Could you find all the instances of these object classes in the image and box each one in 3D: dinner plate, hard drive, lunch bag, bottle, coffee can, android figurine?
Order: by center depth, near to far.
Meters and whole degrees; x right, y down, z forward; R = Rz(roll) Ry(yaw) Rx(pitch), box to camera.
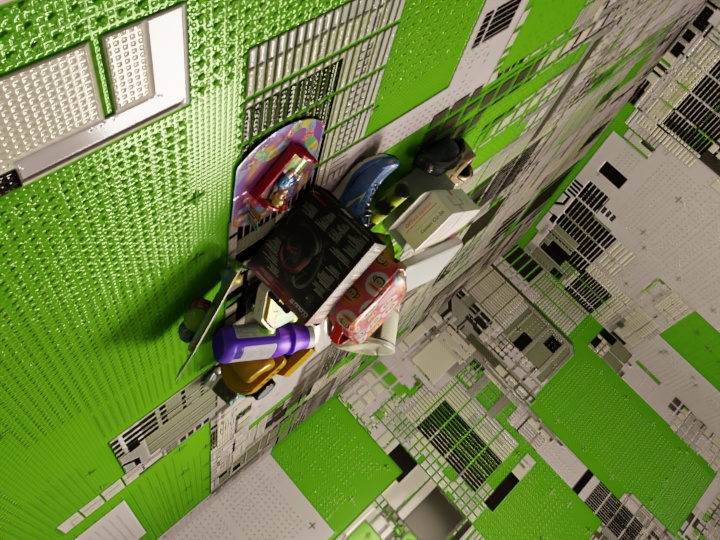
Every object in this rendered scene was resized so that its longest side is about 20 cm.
[{"bbox_3d":[0.006,0.065,1.187,0.176,0.082,0.200,-49,165,-11],"label":"lunch bag"},{"bbox_3d":[0.015,-0.101,1.246,0.182,0.041,0.200,-44,-174,-31],"label":"android figurine"},{"bbox_3d":[-0.185,0.137,1.263,0.199,0.066,0.084,-2,153,-31],"label":"bottle"},{"bbox_3d":[0.124,0.000,1.383,0.200,0.026,0.132,-22,156,-44],"label":"hard drive"},{"bbox_3d":[-0.073,0.078,1.395,0.200,0.024,0.201,5,90,-85],"label":"dinner plate"},{"bbox_3d":[0.019,0.077,1.454,0.146,0.146,0.201,92,6,-71],"label":"coffee can"}]

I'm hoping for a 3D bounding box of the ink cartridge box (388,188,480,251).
[{"bbox_3d":[0.153,-0.104,1.322,0.117,0.068,0.200,-46,163,28],"label":"ink cartridge box"}]

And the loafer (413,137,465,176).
[{"bbox_3d":[0.164,-0.238,1.310,0.071,0.068,0.200,-60,166,26],"label":"loafer"}]

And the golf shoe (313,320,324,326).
[{"bbox_3d":[-0.051,0.010,1.207,0.200,0.077,0.088,-59,166,28],"label":"golf shoe"}]

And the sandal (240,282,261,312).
[{"bbox_3d":[-0.177,0.060,1.272,0.075,0.048,0.200,-42,154,-2],"label":"sandal"}]

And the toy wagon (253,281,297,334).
[{"bbox_3d":[-0.125,0.031,1.220,0.200,0.039,0.156,-25,137,-53],"label":"toy wagon"}]

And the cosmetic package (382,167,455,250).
[{"bbox_3d":[0.126,-0.143,1.436,0.107,0.090,0.200,-35,167,-20],"label":"cosmetic package"}]

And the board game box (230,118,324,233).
[{"bbox_3d":[-0.106,-0.124,0.912,0.158,0.039,0.200,-36,165,-30],"label":"board game box"}]

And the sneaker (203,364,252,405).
[{"bbox_3d":[-0.264,0.248,1.462,0.078,0.091,0.200,-51,165,30],"label":"sneaker"}]

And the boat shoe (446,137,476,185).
[{"bbox_3d":[0.226,-0.230,1.505,0.071,0.065,0.200,-41,166,-11],"label":"boat shoe"}]

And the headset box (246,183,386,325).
[{"bbox_3d":[-0.080,-0.017,1.066,0.200,0.149,0.075,-50,165,10],"label":"headset box"}]

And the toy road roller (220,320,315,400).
[{"bbox_3d":[-0.202,0.172,1.347,0.200,0.123,0.146,-43,166,-5],"label":"toy road roller"}]

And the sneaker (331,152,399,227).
[{"bbox_3d":[-0.001,-0.120,1.127,0.200,0.089,0.079,-45,167,7],"label":"sneaker"}]

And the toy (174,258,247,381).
[{"bbox_3d":[-0.250,0.066,1.024,0.200,0.047,0.115,-55,-171,6],"label":"toy"}]

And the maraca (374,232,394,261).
[{"bbox_3d":[0.000,0.000,1.334,0.200,0.107,0.137,-54,-172,-27],"label":"maraca"}]
